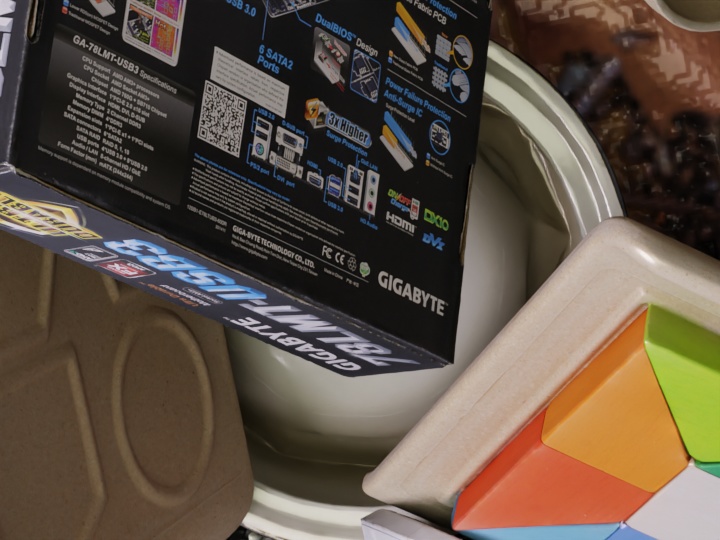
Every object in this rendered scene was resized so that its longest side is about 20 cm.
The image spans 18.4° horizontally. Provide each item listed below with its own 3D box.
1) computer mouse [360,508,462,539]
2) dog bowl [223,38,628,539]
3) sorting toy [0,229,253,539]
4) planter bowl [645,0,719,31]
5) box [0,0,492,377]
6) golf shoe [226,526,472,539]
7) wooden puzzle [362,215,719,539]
[{"bbox_3d":[0.082,0.139,0.788,0.200,0.110,0.044,25,84,-16],"label":"computer mouse"},{"bbox_3d":[0.000,0.000,0.827,0.200,0.074,0.200,0,98,3],"label":"dog bowl"},{"bbox_3d":[-0.097,0.020,0.702,0.036,0.185,0.200,-1,103,24],"label":"sorting toy"},{"bbox_3d":[0.111,-0.198,0.728,0.135,0.200,0.200,40,107,26],"label":"planter bowl"},{"bbox_3d":[-0.035,-0.088,0.683,0.050,0.200,0.199,-9,67,38],"label":"box"},{"bbox_3d":[0.014,0.129,0.865,0.200,0.077,0.088,1,110,8],"label":"golf shoe"},{"bbox_3d":[0.117,0.073,0.720,0.185,0.037,0.200,24,145,-12],"label":"wooden puzzle"}]
